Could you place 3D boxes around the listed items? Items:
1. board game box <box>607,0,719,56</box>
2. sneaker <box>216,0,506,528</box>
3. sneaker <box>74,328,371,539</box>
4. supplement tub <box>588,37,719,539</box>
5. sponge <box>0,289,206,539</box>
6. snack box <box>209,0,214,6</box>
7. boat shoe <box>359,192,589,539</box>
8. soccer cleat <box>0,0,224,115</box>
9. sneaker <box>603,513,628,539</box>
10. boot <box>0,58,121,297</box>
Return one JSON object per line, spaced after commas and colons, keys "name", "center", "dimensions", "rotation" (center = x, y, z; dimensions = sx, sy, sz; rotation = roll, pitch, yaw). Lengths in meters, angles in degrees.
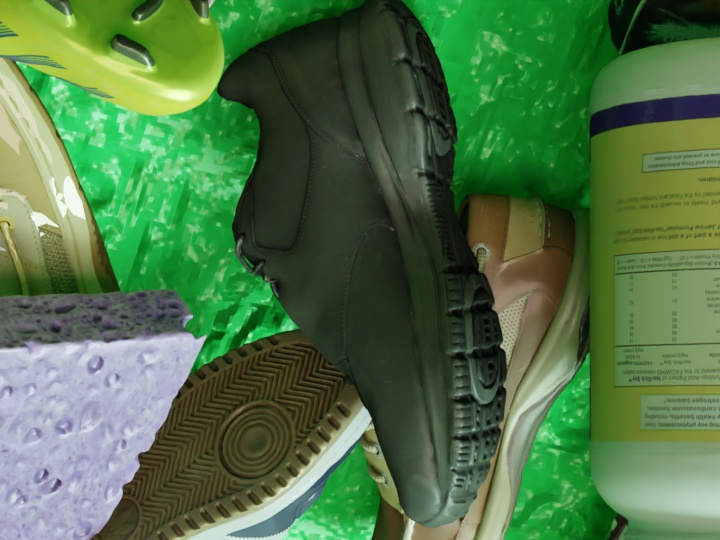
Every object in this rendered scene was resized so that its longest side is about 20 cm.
{"name": "board game box", "center": [0.207, -0.119, 0.932], "dimensions": [0.200, 0.028, 0.135], "rotation": [3, 150, -13]}
{"name": "sneaker", "center": [0.000, 0.000, 0.934], "dimensions": [0.091, 0.076, 0.200], "rotation": [-14, 78, 14]}
{"name": "sneaker", "center": [-0.057, 0.111, 1.001], "dimensions": [0.200, 0.070, 0.108], "rotation": [-42, 142, 3]}
{"name": "supplement tub", "center": [0.156, 0.021, 0.919], "dimensions": [0.145, 0.145, 0.200], "rotation": [2, 86, -12]}
{"name": "sponge", "center": [-0.161, 0.058, 0.877], "dimensions": [0.200, 0.030, 0.112], "rotation": [-2, 134, -39]}
{"name": "snack box", "center": [-0.126, -0.164, 0.881], "dimensions": [0.200, 0.024, 0.072], "rotation": [25, 108, -22]}
{"name": "boat shoe", "center": [0.032, 0.057, 1.006], "dimensions": [0.074, 0.076, 0.200], "rotation": [20, 103, -14]}
{"name": "soccer cleat", "center": [-0.136, -0.101, 0.839], "dimensions": [0.200, 0.065, 0.084], "rotation": [27, 137, 6]}
{"name": "sneaker", "center": [0.133, 0.087, 1.045], "dimensions": [0.090, 0.075, 0.200], "rotation": [42, 107, -4]}
{"name": "boot", "center": [-0.176, 0.004, 0.917], "dimensions": [0.155, 0.073, 0.200], "rotation": [-27, 126, -13]}
